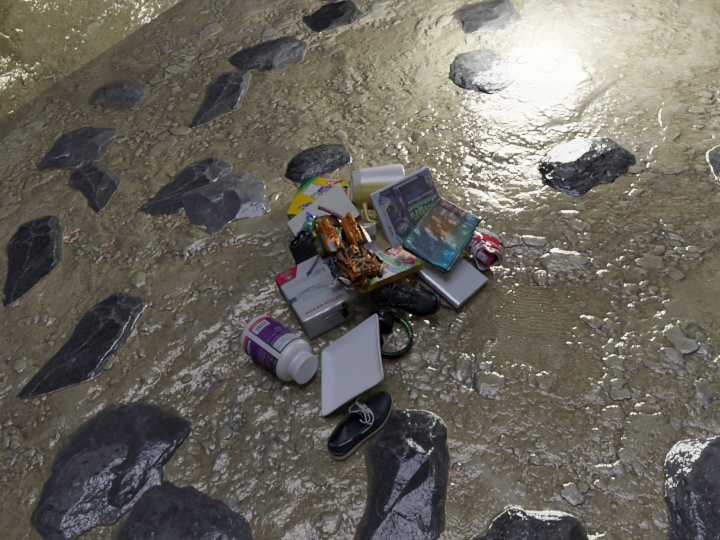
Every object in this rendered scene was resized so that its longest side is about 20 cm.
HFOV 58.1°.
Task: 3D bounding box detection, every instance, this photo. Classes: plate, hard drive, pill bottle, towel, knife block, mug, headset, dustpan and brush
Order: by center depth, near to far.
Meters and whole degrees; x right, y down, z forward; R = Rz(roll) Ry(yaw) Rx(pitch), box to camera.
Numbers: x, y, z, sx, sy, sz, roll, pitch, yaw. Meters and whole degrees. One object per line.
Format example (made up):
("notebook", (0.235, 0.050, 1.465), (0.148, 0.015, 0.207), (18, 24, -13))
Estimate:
("plate", (-0.017, 0.231, 1.565), (0.199, 0.032, 0.202), (-36, 36, 27))
("pill bottle", (-0.202, 0.202, 1.632), (0.199, 0.113, 0.112), (30, 59, 32))
("headset", (0.040, 0.143, 1.650), (0.198, 0.095, 0.124), (23, 54, 15))
("dustpan and brush", (0.000, 0.000, 1.730), (0.199, 0.058, 0.139), (-38, 51, -16))
("towel", (0.217, -0.100, 1.733), (0.146, 0.022, 0.201), (30, 64, 14))
("hard drive", (0.228, 0.000, 1.747), (0.131, 0.026, 0.200), (-35, 65, -30))
("knife block", (0.056, -0.053, 1.849), (0.173, 0.064, 0.202), (3, 48, 13))
("mug", (0.050, -0.236, 1.930), (0.151, 0.151, 0.187), (0, 29, -8))

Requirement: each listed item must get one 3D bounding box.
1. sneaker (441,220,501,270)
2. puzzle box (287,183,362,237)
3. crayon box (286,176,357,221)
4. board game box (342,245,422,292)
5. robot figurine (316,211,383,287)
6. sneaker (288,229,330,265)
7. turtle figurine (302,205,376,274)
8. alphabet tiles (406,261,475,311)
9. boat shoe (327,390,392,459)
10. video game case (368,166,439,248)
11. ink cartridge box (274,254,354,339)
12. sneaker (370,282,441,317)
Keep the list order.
("sneaker", (0.297, -0.068, 1.768), (0.197, 0.072, 0.113), (11, 41, -14))
("puzzle box", (-0.109, -0.150, 1.930), (0.199, 0.025, 0.134), (-36, 66, 5))
("crayon box", (-0.109, -0.211, 2.032), (0.197, 0.059, 0.174), (6, 49, 17))
("board game box", (0.056, -0.004, 1.672), (0.198, 0.030, 0.095), (-23, 45, -30))
("robot figurine", (-0.024, -0.048, 1.612), (0.143, 0.059, 0.201), (-16, 60, -26))
("sneaker", (-0.116, -0.081, 1.847), (0.198, 0.100, 0.071), (-27, 31, 11))
("turtle figurine", (-0.059, -0.070, 1.749), (0.191, 0.144, 0.202), (-5, 58, -23))
("alphabet tiles", (0.200, 0.008, 1.760), (0.198, 0.008, 0.168), (23, 54, 7))
("boat shoe", (-0.001, 0.345, 1.493), (0.199, 0.062, 0.075), (-38, 50, -22))
("video game case", (0.145, -0.176, 1.879), (0.198, 0.184, 0.023), (-27, 13, -14))
("ink cartridge box", (-0.124, 0.070, 1.757), (0.144, 0.084, 0.200), (-26, 48, -14))
("sneaker", (0.105, 0.073, 1.670), (0.198, 0.077, 0.114), (16, 7, 35))
